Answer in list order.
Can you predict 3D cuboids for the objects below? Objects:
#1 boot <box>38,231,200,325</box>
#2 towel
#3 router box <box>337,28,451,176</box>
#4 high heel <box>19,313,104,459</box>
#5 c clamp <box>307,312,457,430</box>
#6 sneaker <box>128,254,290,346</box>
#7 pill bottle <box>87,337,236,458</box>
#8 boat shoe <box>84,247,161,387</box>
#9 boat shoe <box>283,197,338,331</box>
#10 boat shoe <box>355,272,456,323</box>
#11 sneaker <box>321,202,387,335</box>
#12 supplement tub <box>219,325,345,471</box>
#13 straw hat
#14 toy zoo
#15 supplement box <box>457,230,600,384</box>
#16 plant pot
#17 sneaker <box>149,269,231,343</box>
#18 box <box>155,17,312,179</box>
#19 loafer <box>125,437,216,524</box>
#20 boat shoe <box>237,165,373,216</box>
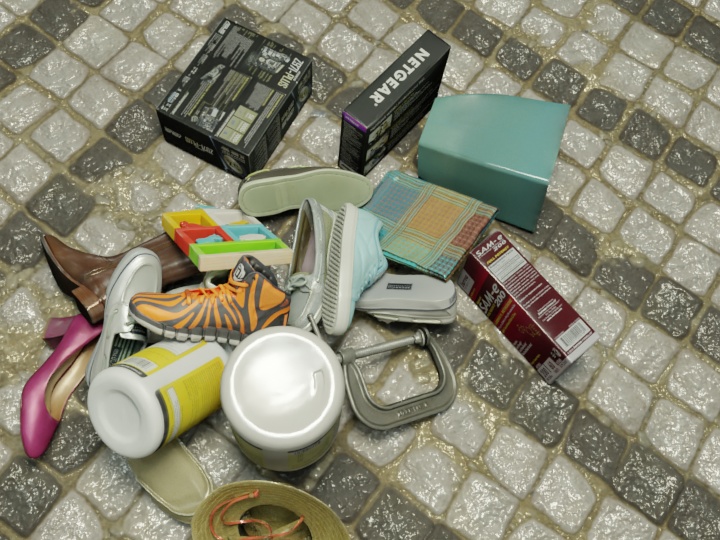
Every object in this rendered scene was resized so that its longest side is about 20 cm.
[{"bbox_3d":[-0.329,-0.026,1.105,0.199,0.065,0.186,-31,60,-28],"label":"boot"},{"bbox_3d":[0.082,-0.071,1.131,0.199,0.022,0.147,24,64,35],"label":"towel"},{"bbox_3d":[0.049,-0.248,1.182,0.051,0.149,0.200,38,69,11],"label":"router box"},{"bbox_3d":[-0.380,0.145,1.020,0.095,0.068,0.202,-3,63,6],"label":"high heel"},{"bbox_3d":[0.040,0.125,1.054,0.198,0.027,0.172,-5,68,-29],"label":"c clamp"},{"bbox_3d":[-0.180,0.028,0.968,0.198,0.113,0.078,11,24,-26],"label":"sneaker"},{"bbox_3d":[-0.230,0.141,0.970,0.112,0.112,0.200,40,29,13],"label":"pill bottle"},{"bbox_3d":[-0.295,0.074,1.011,0.067,0.073,0.202,26,101,47],"label":"boat shoe"},{"bbox_3d":[-0.077,-0.005,1.097,0.065,0.074,0.204,34,58,-36],"label":"boat shoe"},{"bbox_3d":[0.040,0.042,1.100,0.198,0.066,0.072,1,41,16],"label":"boat shoe"},{"bbox_3d":[0.000,0.000,1.055,0.081,0.074,0.202,16,60,-15],"label":"sneaker"},{"bbox_3d":[-0.094,0.166,0.963,0.143,0.200,0.146,2,67,-4],"label":"supplement tub"},{"bbox_3d":[-0.101,0.311,0.960,0.199,0.203,0.085,11,23,1],"label":"straw hat"},{"bbox_3d":[-0.193,-0.051,1.081,0.130,0.021,0.200,-5,25,-31],"label":"toy zoo"},{"bbox_3d":[0.228,0.052,1.087,0.061,0.109,0.200,-36,73,-17],"label":"supplement box"},{"bbox_3d":[0.191,-0.175,1.172,0.198,0.142,0.142,16,66,11],"label":"plant pot"},{"bbox_3d":[-0.219,0.033,1.059,0.198,0.116,0.074,-19,71,-11],"label":"sneaker"},{"bbox_3d":[-0.189,-0.263,1.204,0.163,0.086,0.201,26,67,7],"label":"box"},{"bbox_3d":[-0.259,0.240,0.990,0.200,0.068,0.076,41,71,14],"label":"loafer"},{"bbox_3d":[-0.083,-0.124,1.162,0.199,0.072,0.061,-4,29,-10],"label":"boat shoe"}]
